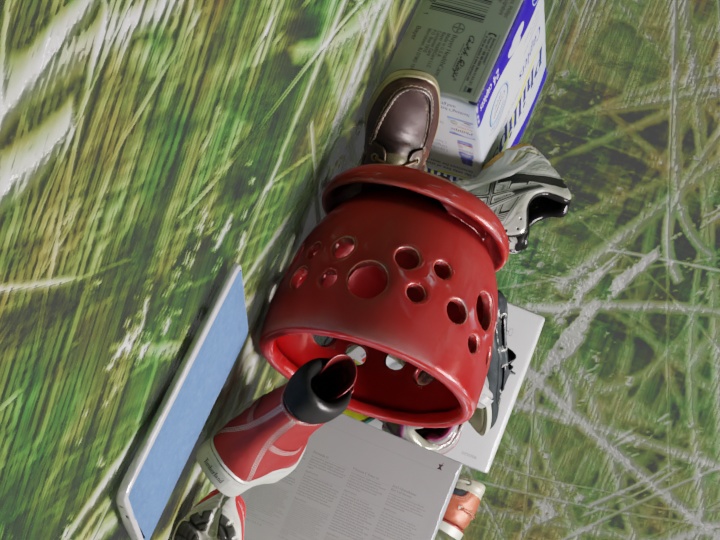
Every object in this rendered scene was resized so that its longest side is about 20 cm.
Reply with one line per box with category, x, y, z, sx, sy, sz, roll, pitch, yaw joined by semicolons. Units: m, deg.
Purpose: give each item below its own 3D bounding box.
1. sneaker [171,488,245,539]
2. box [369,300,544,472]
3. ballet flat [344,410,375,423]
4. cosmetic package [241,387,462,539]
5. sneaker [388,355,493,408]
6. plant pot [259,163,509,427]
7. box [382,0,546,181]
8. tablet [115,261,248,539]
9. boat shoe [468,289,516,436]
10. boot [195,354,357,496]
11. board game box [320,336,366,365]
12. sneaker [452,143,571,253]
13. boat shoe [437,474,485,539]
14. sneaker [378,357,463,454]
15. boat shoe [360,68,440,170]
sneaker;-0.137;0.284;1.402;0.085;0.077;0.201;-60;169;-70
box;0.087;0.111;1.880;0.131;0.199;0.200;142;-30;-84
ballet flat;0.010;0.132;1.737;0.199;0.067;0.067;-12;97;-42
cosmetic package;-0.018;0.222;1.553;0.052;0.199;0.151;70;43;-79
sneaker;0.067;0.078;1.555;0.075;0.082;0.200;-45;-149;9
plant pot;0.032;0.020;1.399;0.201;0.200;0.183;90;20;-67
box;0.111;-0.196;1.602;0.200;0.105;0.184;75;37;-62
tablet;-0.132;0.102;1.192;0.130;0.014;0.201;92;20;-64
boat shoe;0.130;0.092;1.637;0.066;0.074;0.200;-30;134;-18
boot;-0.048;0.119;1.371;0.144;0.073;0.200;-39;176;14
board game box;0.009;0.053;1.702;0.126;0.035;0.200;-38;-165;42
sneaker;0.120;-0.046;1.540;0.200;0.088;0.076;-35;155;-17
boat shoe;0.039;0.212;1.637;0.063;0.199;0.071;-61;142;-9
sneaker;0.069;0.163;1.685;0.082;0.088;0.200;-55;149;-3
boat shoe;0.032;-0.096;1.488;0.072;0.072;0.200;-97;-159;-45
